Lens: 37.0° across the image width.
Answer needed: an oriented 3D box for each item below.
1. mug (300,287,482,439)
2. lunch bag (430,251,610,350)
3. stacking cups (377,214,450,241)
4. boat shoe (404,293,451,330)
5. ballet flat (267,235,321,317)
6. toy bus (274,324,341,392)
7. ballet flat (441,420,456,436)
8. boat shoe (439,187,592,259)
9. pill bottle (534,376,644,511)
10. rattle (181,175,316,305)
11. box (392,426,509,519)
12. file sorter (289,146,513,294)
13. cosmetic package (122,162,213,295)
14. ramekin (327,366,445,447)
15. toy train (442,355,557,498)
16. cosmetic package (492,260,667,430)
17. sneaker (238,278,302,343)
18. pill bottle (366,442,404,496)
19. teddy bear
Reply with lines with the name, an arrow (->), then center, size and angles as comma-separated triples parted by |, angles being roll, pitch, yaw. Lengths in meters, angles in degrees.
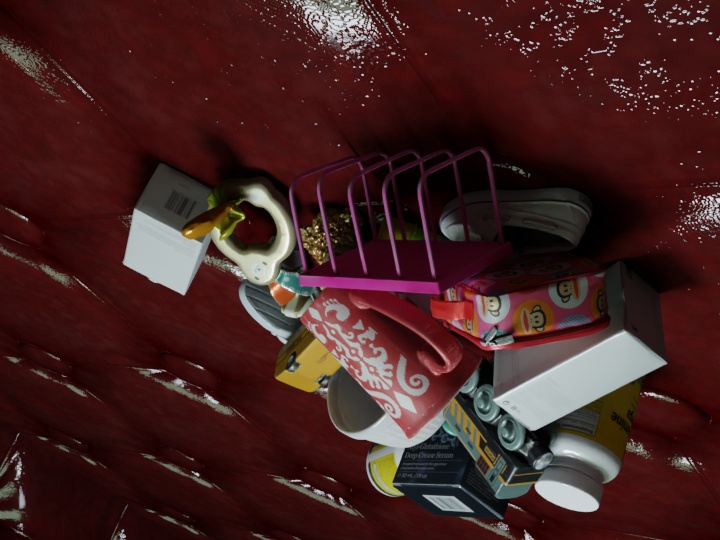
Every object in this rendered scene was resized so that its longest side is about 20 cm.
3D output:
mug -> 0.044, 0.075, 1.304 | 0.200, 0.133, 0.178 | 43, 128, 3
lunch bag -> 0.164, 0.030, 1.185 | 0.174, 0.083, 0.200 | -10, -171, -11
stacking cups -> 0.116, -0.015, 1.321 | 0.198, 0.061, 0.061 | 18, 154, 1
boat shoe -> 0.072, 0.060, 1.403 | 0.201, 0.060, 0.073 | -28, 86, 39
ballet flat -> -0.098, 0.027, 1.549 | 0.071, 0.073, 0.201 | 11, 151, 24
toy bus -> -0.054, 0.105, 1.558 | 0.065, 0.079, 0.200 | 24, 138, -17
ballet flat -> 0.207, 0.182, 1.517 | 0.198, 0.068, 0.071 | -9, 150, -24
boat shoe -> 0.162, -0.047, 1.199 | 0.199, 0.066, 0.073 | -8, 140, 47
pill bottle -> 0.295, 0.203, 1.401 | 0.111, 0.202, 0.113 | 18, 154, 9
rattle -> -0.137, -0.009, 1.385 | 0.129, 0.143, 0.202 | -12, 116, 6
box -> 0.160, 0.256, 1.611 | 0.107, 0.202, 0.148 | 39, 149, -28
file sorter -> 0.038, -0.060, 1.165 | 0.198, 0.138, 0.127 | 3, 110, 42
cosmetic package -> -0.266, -0.054, 1.518 | 0.107, 0.086, 0.200 | 27, 154, -6
ramekin -> 0.053, 0.154, 1.527 | 0.104, 0.202, 0.199 | 27, 156, -29
toy train -> 0.169, 0.195, 1.381 | 0.084, 0.200, 0.115 | 3, 125, -38
cosmetic package -> 0.253, 0.090, 1.262 | 0.081, 0.114, 0.199 | 37, 131, -26
sneaker -> -0.119, 0.079, 1.658 | 0.200, 0.074, 0.070 | 39, 147, -29
pill bottle -> 0.094, 0.330, 1.901 | 0.113, 0.115, 0.200 | 28, 154, -11
teddy bear -> 0.000, 0.000, 1.420 | 0.143, 0.067, 0.201 | 10, 152, 20
